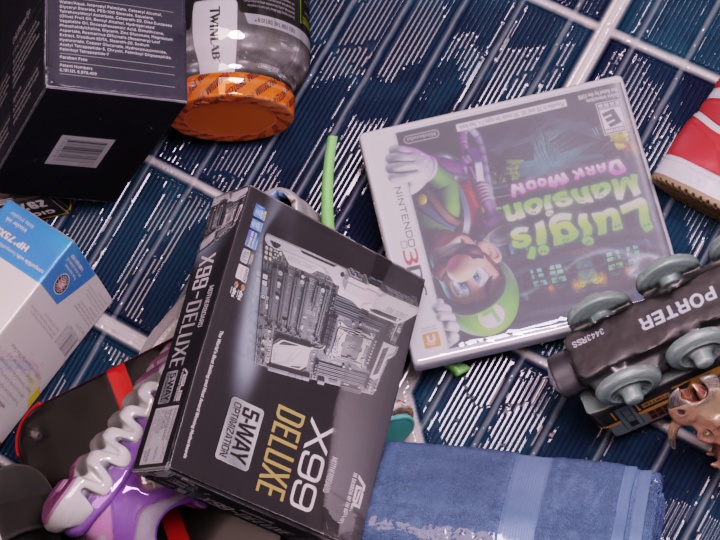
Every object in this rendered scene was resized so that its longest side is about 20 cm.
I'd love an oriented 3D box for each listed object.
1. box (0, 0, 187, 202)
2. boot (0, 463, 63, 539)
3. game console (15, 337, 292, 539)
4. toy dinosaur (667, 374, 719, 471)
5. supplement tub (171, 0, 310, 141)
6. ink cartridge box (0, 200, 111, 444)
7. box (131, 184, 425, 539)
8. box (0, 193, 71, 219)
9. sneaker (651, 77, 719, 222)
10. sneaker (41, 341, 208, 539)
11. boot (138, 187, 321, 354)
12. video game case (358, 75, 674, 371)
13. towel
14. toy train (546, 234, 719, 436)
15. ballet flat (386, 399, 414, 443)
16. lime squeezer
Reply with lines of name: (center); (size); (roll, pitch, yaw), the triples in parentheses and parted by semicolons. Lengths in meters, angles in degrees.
box: (-0.203, -0.171, 1.414); (0.104, 0.200, 0.183); (4, 70, -22)
boot: (-0.251, 0.242, 1.366); (0.069, 0.174, 0.201); (1, 65, -29)
game console: (-0.139, 0.156, 1.356); (0.176, 0.031, 0.200); (-25, 72, 6)
toy dinosaur: (0.302, 0.136, 1.289); (0.135, 0.086, 0.200); (-35, 85, 13)
supplement tub: (-0.099, -0.207, 1.466); (0.122, 0.123, 0.201); (-6, 72, 13)
ink cartridge box: (-0.278, 0.062, 1.422); (0.067, 0.116, 0.200); (32, 75, 19)
box: (-0.050, 0.068, 1.290); (0.050, 0.157, 0.201); (-14, 54, 52)
box: (-0.316, -0.130, 1.539); (0.159, 0.049, 0.201); (-12, 72, 13)
sneaker: (0.313, -0.067, 1.348); (0.200, 0.071, 0.113); (29, 86, 22)
sneaker: (-0.124, 0.114, 1.311); (0.088, 0.080, 0.200); (39, 72, -8)
boot: (-0.107, 0.021, 1.415); (0.074, 0.096, 0.200); (39, 86, 21)
video game case: (0.114, -0.036, 1.395); (0.199, 0.023, 0.182); (-13, 71, -2)
towel: (0.103, 0.168, 1.317); (0.199, 0.112, 0.049); (6, 118, 13)
toy train: (0.225, 0.041, 1.309); (0.200, 0.114, 0.085); (-26, 60, 11)
ballet flat: (-0.055, 0.141, 1.381); (0.200, 0.076, 0.064); (-37, 57, -2)
lime squeezer: (0.000, 0.000, 1.400); (0.070, 0.038, 0.200); (-29, 80, -2)
